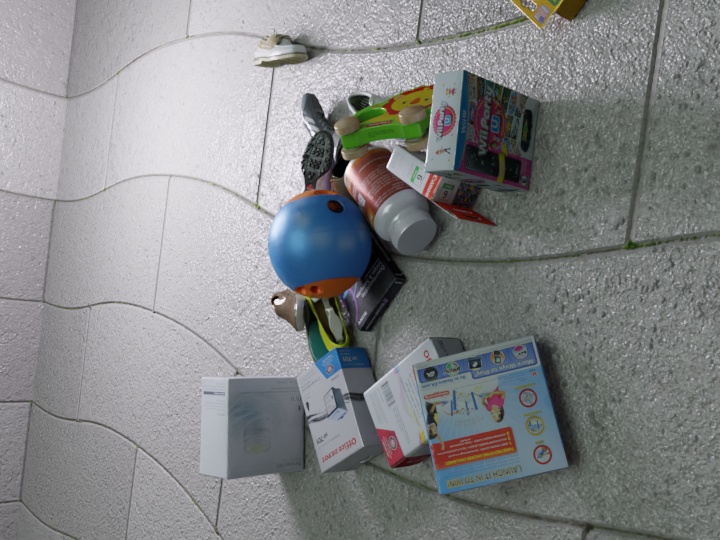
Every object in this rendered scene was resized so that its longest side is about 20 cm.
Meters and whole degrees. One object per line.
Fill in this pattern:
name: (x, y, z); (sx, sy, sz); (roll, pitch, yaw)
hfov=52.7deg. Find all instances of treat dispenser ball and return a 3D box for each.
treat dispenser ball: (-0.076, -0.049, 1.373); (0.199, 0.198, 0.206); (-7, 80, 48)

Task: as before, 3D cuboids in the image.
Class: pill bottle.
pill bottle: (0.057, -0.128, 1.347); (0.113, 0.111, 0.201); (-55, 48, 28)

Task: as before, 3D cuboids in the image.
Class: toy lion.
toy lion: (0.072, -0.277, 1.294); (0.196, 0.193, 0.070); (-5, 123, 25)

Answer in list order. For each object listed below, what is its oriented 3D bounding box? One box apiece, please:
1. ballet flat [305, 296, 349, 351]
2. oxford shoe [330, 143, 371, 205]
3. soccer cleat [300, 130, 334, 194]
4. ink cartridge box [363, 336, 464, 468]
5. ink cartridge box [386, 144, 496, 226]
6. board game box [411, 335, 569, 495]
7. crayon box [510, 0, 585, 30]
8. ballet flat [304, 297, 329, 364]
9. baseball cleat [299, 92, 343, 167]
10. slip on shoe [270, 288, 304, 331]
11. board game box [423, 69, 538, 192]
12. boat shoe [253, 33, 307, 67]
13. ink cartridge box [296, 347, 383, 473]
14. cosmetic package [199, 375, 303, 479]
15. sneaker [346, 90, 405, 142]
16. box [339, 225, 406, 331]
ballet flat: (-0.069, 0.073, 1.483); (0.067, 0.066, 0.203); (114, 136, -74)
oxford shoe: (-0.041, -0.171, 1.491); (0.070, 0.074, 0.204); (33, 111, 42)
soccer cleat: (-0.086, -0.191, 1.509); (0.067, 0.073, 0.204); (16, 111, 18)
ink cartridge box: (0.112, 0.230, 1.265); (0.200, 0.082, 0.148); (-45, 55, 36)
ink cartridge box: (0.146, -0.148, 1.250); (0.200, 0.108, 0.051); (42, 116, 42)
board game box: (0.196, 0.222, 1.113); (0.196, 0.056, 0.200); (-14, 72, 9)
crayon box: (0.322, -0.486, 1.130); (0.201, 0.051, 0.127); (-54, 50, 29)
ballet flat: (-0.089, 0.108, 1.540); (0.062, 0.066, 0.204); (124, 142, -66)
baseball cleat: (-0.069, -0.296, 1.555); (0.105, 0.069, 0.204); (-20, 80, 39)
slip on shoe: (-0.153, 0.080, 1.538); (0.200, 0.059, 0.078); (-129, 37, -72)
board game box: (0.192, -0.211, 1.136); (0.064, 0.197, 0.151); (7, 91, 48)
boat shoe: (-0.191, -0.519, 1.704); (0.198, 0.074, 0.070); (13, 101, 49)
ink cartridge box: (-0.033, 0.273, 1.426); (0.146, 0.085, 0.203); (-41, 56, 38)
cosmetic package: (-0.230, 0.330, 1.558); (0.122, 0.197, 0.205); (-7, 81, 48)
sneaker: (0.044, -0.299, 1.412); (0.199, 0.070, 0.074); (29, 107, 46)
box: (0.000, 0.000, 1.456); (0.144, 0.036, 0.201); (-56, 49, 28)
